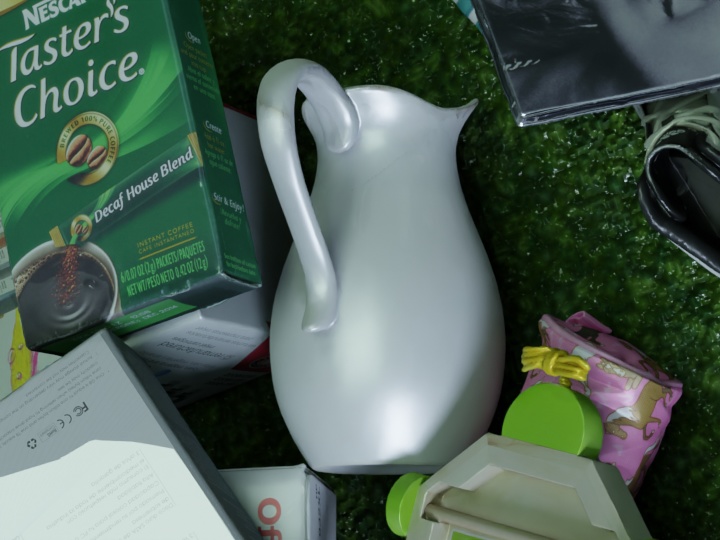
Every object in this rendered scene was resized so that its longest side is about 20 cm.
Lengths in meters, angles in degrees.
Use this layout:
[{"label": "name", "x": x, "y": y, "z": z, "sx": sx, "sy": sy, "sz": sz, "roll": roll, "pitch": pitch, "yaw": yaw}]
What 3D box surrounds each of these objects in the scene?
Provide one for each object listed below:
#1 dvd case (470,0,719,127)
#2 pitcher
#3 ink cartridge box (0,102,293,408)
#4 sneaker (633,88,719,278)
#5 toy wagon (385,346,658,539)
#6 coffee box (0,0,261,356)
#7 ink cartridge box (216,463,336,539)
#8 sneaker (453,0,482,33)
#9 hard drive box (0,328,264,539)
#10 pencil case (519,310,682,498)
[{"label": "dvd case", "x": 0.149, "y": -0.150, "z": 0.945, "sx": 0.200, "sy": 0.016, "sz": 0.149, "roll": -12, "pitch": 60, "yaw": -10}, {"label": "pitcher", "x": 0.000, "y": 0.000, "z": 0.992, "sx": 0.121, "sy": 0.171, "sz": 0.200, "roll": -7, "pitch": 79, "yaw": 33}, {"label": "ink cartridge box", "x": -0.147, "y": 0.004, "z": 1.085, "sx": 0.200, "sy": 0.145, "sz": 0.145, "roll": -22, "pitch": 73, "yaw": 24}, {"label": "sneaker", "x": 0.164, "y": -0.077, "z": 0.948, "sx": 0.076, "sy": 0.115, "sz": 0.201, "roll": -32, "pitch": 69, "yaw": 21}, {"label": "toy wagon", "x": 0.077, "y": 0.136, "z": 0.903, "sx": 0.155, "sy": 0.040, "sz": 0.200, "roll": 11, "pitch": 83, "yaw": 42}, {"label": "coffee box", "x": -0.128, "y": -0.068, "z": 0.978, "sx": 0.123, "sy": 0.044, "sz": 0.200, "roll": -19, "pitch": 73, "yaw": 23}, {"label": "ink cartridge box", "x": -0.115, "y": 0.182, "z": 1.010, "sx": 0.200, "sy": 0.084, "sz": 0.145, "roll": -4, "pitch": 75, "yaw": 10}, {"label": "sneaker", "x": 0.062, "y": -0.157, "z": 0.995, "sx": 0.070, "sy": 0.093, "sz": 0.200, "roll": -53, "pitch": 41, "yaw": 21}, {"label": "hard drive box", "x": -0.123, "y": 0.156, "z": 0.933, "sx": 0.156, "sy": 0.077, "sz": 0.200, "roll": -35, "pitch": 71, "yaw": -1}, {"label": "pencil case", "x": 0.088, "y": 0.122, "z": 0.979, "sx": 0.086, "sy": 0.083, "sz": 0.200, "roll": 29, "pitch": 97, "yaw": 28}]
